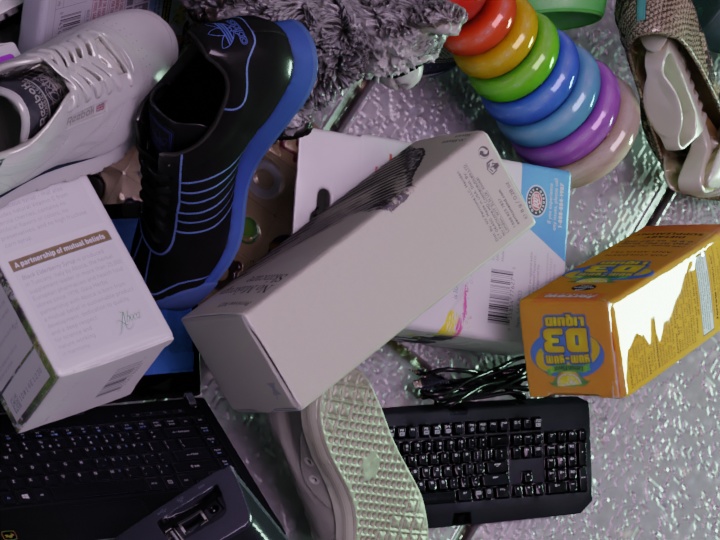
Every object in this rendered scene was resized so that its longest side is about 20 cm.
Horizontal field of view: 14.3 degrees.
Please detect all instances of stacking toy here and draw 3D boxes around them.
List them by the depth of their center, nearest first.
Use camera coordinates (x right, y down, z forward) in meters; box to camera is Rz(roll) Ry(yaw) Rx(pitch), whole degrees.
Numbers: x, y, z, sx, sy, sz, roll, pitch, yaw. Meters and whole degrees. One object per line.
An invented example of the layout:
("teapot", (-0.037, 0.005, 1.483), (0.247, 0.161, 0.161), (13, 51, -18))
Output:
("stacking toy", (0.090, -0.135, 1.786), (0.200, 0.085, 0.086), (41, 64, -39))

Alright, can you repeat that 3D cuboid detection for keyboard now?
("keyboard", (0.066, 0.107, 1.796), (0.200, 0.040, 0.104), (-3, 85, -31))

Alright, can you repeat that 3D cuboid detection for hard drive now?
("hard drive", (-0.121, 0.210, 1.600), (0.200, 0.042, 0.135), (-36, 134, -3))

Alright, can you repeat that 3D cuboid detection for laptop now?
("laptop", (-0.147, 0.062, 1.638), (0.177, 0.200, 0.103), (-4, 129, -29))

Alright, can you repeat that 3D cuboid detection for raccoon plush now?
("raccoon plush", (-0.026, -0.158, 1.642), (0.200, 0.134, 0.097), (45, 16, -56))

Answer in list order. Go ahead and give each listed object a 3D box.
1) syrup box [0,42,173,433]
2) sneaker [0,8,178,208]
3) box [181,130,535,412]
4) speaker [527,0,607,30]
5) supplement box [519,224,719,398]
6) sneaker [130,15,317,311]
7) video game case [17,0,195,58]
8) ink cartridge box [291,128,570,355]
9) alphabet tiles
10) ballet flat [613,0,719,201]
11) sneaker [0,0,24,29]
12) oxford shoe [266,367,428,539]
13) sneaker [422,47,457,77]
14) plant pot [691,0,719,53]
("syrup box", (-0.193, -0.020, 1.605), (0.081, 0.079, 0.200), (-19, 73, -33))
("sneaker", (-0.164, -0.093, 1.562), (0.076, 0.081, 0.200), (46, 51, 6))
("box", (0.000, 0.000, 1.663), (0.200, 0.082, 0.068), (-38, 106, -29))
("speaker", (0.114, -0.258, 1.850), (0.088, 0.088, 0.201), (0, 83, -30))
("supplement box", (0.171, 0.024, 1.801), (0.200, 0.066, 0.069), (-31, 116, -58))
("sneaker", (-0.098, -0.060, 1.605), (0.078, 0.200, 0.070), (-1, 39, -41))
("video game case", (-0.115, -0.189, 1.652), (0.182, 0.022, 0.200), (-20, 135, -38))
("ink cartridge box", (0.028, -0.017, 1.768), (0.200, 0.068, 0.115), (9, 81, -31))
("alphabet tiles", (-0.086, -0.037, 1.748), (0.200, 0.006, 0.167), (34, 68, -22))
("ballet flat", (0.209, -0.097, 1.858), (0.075, 0.068, 0.200), (-78, 149, -44))
("sneaker", (-0.214, -0.185, 1.658), (0.200, 0.076, 0.088), (-30, 92, -30))
("oxford shoe", (-0.008, 0.134, 1.725), (0.075, 0.058, 0.200), (-42, 129, -34))
("sneaker", (-0.005, -0.183, 1.770), (0.200, 0.085, 0.077), (31, 69, -24))
("plant pot", (0.311, -0.207, 1.905), (0.196, 0.200, 0.201), (11, 78, -21))
